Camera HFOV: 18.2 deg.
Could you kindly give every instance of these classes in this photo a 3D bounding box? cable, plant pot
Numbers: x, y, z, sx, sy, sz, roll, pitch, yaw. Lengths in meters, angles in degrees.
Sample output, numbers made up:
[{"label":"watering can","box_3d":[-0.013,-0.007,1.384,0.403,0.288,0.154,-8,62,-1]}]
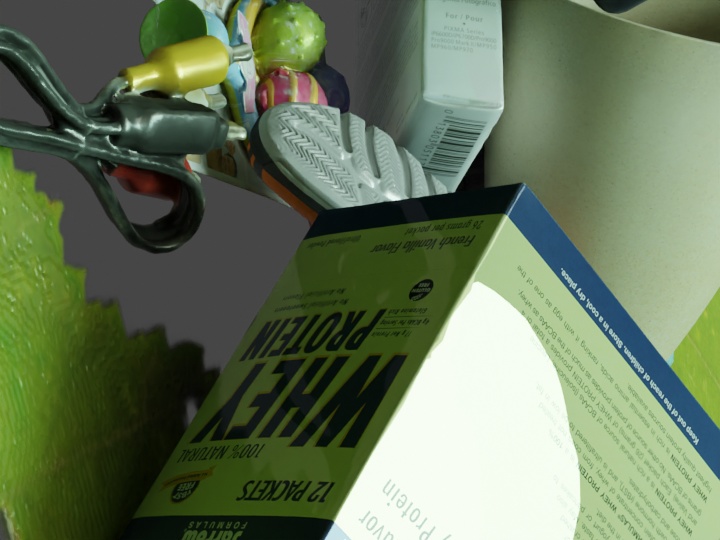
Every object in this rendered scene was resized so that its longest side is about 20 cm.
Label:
[{"label":"cable","box_3d":[-0.120,-0.060,0.958,0.199,0.050,0.098,4,111,-51]},{"label":"plant pot","box_3d":[0.141,-0.049,1.210,0.187,0.186,0.201,-31,138,-65]}]

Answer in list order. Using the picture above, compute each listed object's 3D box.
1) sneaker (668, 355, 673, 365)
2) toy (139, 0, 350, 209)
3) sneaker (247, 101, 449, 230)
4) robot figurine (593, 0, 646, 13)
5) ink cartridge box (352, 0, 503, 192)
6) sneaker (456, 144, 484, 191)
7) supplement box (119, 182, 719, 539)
[{"label":"sneaker","box_3d":[0.158,-0.016,1.496,0.078,0.086,0.201,-46,121,-62]},{"label":"toy","box_3d":[-0.042,-0.097,1.124,0.200,0.047,0.116,15,70,-63]},{"label":"sneaker","box_3d":[0.000,0.000,1.123,0.199,0.112,0.078,33,36,-31]},{"label":"robot figurine","box_3d":[0.120,-0.220,1.127,0.201,0.124,0.151,-105,-159,-46]},{"label":"ink cartridge box","box_3d":[0.033,-0.132,1.205,0.163,0.057,0.201,117,-19,-60]},{"label":"sneaker","box_3d":[0.088,0.005,1.350,0.201,0.073,0.080,-75,150,-46]},{"label":"supplement box","box_3d":[0.036,0.106,0.985,0.200,0.134,0.200,48,56,-28]}]
